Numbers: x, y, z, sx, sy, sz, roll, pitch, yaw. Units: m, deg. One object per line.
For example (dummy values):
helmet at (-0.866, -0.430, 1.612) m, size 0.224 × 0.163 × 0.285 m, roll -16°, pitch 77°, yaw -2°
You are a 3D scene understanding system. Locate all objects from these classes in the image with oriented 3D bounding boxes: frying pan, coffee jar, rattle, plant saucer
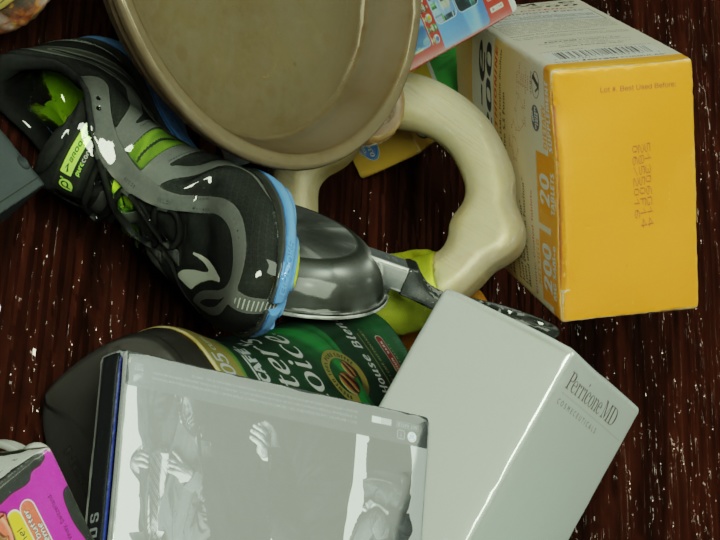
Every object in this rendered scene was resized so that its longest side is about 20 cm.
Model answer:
frying pan at (-0.006, 0.004, 1.332) m, size 0.115 × 0.190 × 0.031 m, roll -45°, pitch 151°, yaw -68°
coffee jar at (-0.049, 0.073, 1.278) m, size 0.200 × 0.085 × 0.104 m, roll -6°, pitch 63°, yaw -58°
rattle at (0.007, -0.056, 1.467) m, size 0.200 × 0.130 × 0.143 m, roll 51°, pitch 17°, yaw 20°
plant saucer at (-0.048, -0.140, 1.251) m, size 0.200 × 0.029 × 0.200 m, roll 13°, pitch 73°, yaw -47°

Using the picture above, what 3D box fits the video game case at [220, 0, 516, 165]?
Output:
video game case at (-0.017, -0.149, 1.324) m, size 0.200 × 0.017 × 0.143 m, roll -32°, pitch 104°, yaw -42°

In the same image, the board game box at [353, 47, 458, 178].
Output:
board game box at (0.002, -0.166, 1.563) m, size 0.200 × 0.040 × 0.153 m, roll 62°, pitch 31°, yaw -7°

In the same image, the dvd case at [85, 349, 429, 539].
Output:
dvd case at (-0.044, 0.143, 1.159) m, size 0.150 × 0.025 × 0.200 m, roll 15°, pitch 71°, yaw -31°

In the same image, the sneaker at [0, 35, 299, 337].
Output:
sneaker at (-0.097, -0.035, 1.249) m, size 0.083 × 0.071 × 0.200 m, roll -3°, pitch 37°, yaw -43°

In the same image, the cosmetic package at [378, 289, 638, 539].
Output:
cosmetic package at (0.033, 0.121, 1.267) m, size 0.200 × 0.071 × 0.101 m, roll -61°, pitch 152°, yaw -5°

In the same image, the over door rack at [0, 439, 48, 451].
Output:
over door rack at (-0.176, 0.107, 1.084) m, size 0.148 × 0.067 × 0.200 m, roll 2°, pitch 69°, yaw -56°

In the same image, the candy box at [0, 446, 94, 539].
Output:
candy box at (-0.160, 0.168, 0.992) m, size 0.200 × 0.061 × 0.137 m, roll -39°, pitch 112°, yaw -44°

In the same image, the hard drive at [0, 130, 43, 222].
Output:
hard drive at (-0.225, -0.083, 1.124) m, size 0.200 × 0.033 × 0.140 m, roll 51°, pitch 32°, yaw -1°

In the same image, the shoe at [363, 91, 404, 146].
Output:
shoe at (-0.036, -0.151, 1.358) m, size 0.070 × 0.053 × 0.200 m, roll -18°, pitch 94°, yaw -39°

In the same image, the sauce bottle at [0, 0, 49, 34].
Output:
sauce bottle at (-0.209, -0.176, 1.227) m, size 0.200 × 0.066 × 0.066 m, roll 36°, pitch 42°, yaw -37°

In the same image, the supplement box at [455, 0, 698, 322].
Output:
supplement box at (0.105, -0.060, 1.456) m, size 0.200 × 0.073 × 0.126 m, roll -132°, pitch -143°, yaw -73°
